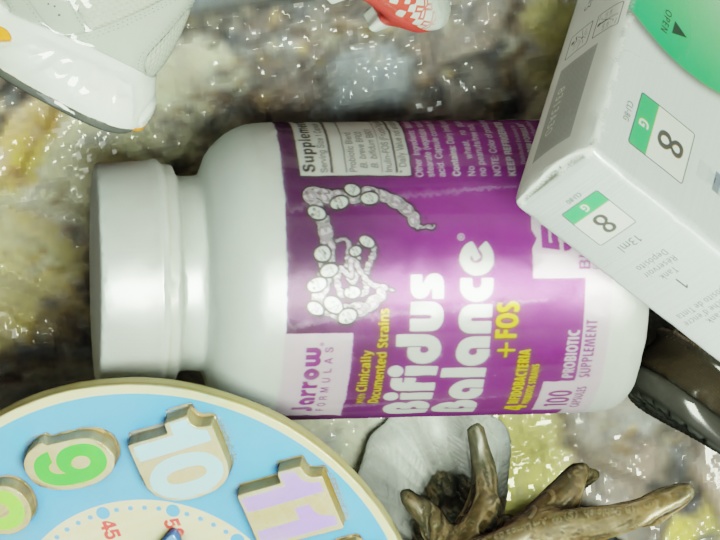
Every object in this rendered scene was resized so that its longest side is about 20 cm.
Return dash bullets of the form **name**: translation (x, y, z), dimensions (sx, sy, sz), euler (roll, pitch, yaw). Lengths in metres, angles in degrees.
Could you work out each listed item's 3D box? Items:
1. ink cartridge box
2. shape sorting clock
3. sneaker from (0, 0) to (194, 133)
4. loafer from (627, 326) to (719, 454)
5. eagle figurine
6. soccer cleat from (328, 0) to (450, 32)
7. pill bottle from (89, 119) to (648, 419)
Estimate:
- **ink cartridge box**: translation (0.158, -0.032, 1.094), dimensions (0.200, 0.161, 0.050), euler (35, 135, -17)
- **shape sorting clock**: translation (-0.076, 0.131, 1.091), dimensions (0.199, 0.039, 0.201), euler (1, 113, 2)
- **sneaker**: translation (-0.145, -0.132, 1.063), dimensions (0.200, 0.076, 0.092), euler (28, 97, -25)
- **loafer**: translation (0.187, 0.047, 1.166), dimensions (0.200, 0.073, 0.072), euler (15, 98, -35)
- **eagle figurine**: translation (0.066, 0.162, 1.185), dimensions (0.151, 0.151, 0.200), euler (14, 150, 27)
- **soccer cleat**: translation (0.002, -0.161, 1.044), dimensions (0.085, 0.069, 0.200), euler (-25, 132, 11)
- **pill bottle**: translation (0.000, 0.000, 1.105), dimensions (0.199, 0.112, 0.113), euler (-2, 110, -8)
